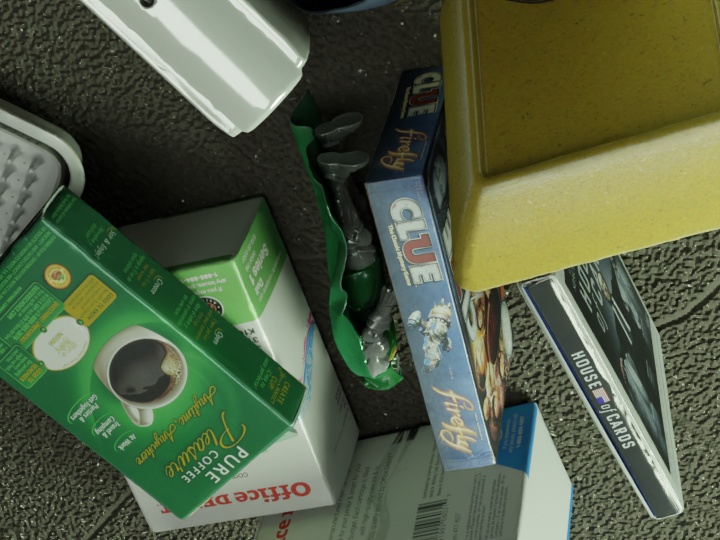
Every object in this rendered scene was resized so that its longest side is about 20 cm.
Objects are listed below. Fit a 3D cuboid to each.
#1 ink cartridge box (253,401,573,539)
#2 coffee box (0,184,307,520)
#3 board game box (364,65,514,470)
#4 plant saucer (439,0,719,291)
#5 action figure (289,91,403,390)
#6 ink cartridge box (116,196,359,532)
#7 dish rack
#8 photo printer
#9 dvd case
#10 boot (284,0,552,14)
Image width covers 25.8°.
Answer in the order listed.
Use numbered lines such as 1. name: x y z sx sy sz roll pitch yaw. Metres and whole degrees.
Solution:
1. ink cartridge box: 0.033 0.183 1.060 0.199 0.146 0.085 -15 121 22
2. coffee box: -0.145 0.055 0.974 0.200 0.044 0.123 40 121 -12
3. board game box: 0.052 -0.002 0.941 0.034 0.136 0.201 -6 122 16
4. plant saucer: 0.127 -0.106 0.817 0.199 0.201 0.048 -15 144 21
5. action figure: 0.000 0.000 0.987 0.054 0.119 0.201 -8 130 3
6. ink cartridge box: -0.103 0.067 1.050 0.144 0.084 0.201 -11 119 18
7. dish rack: -0.283 -0.062 1.030 0.199 0.044 0.172 26 124 -5
8. photo printer: -0.117 -0.174 0.849 0.200 0.167 0.069 42 103 -15
9. dvd case: 0.138 0.025 0.912 0.025 0.151 0.201 -18 127 19
10. boot: 0.040 -0.154 0.785 0.200 0.097 0.075 14 128 59
